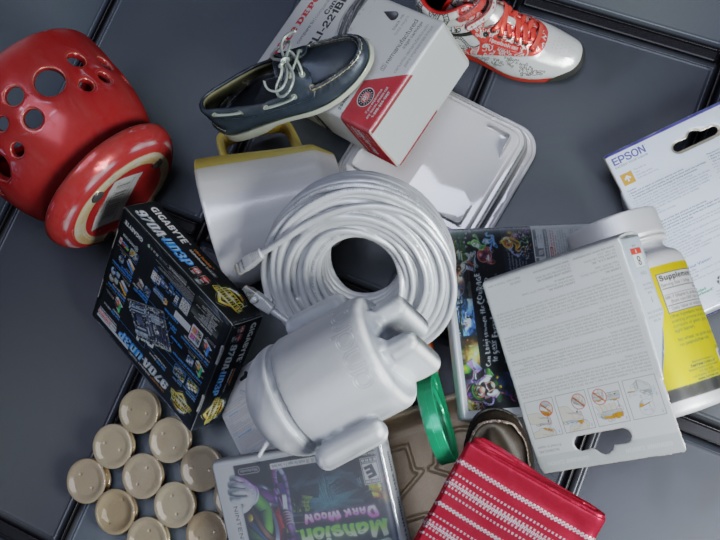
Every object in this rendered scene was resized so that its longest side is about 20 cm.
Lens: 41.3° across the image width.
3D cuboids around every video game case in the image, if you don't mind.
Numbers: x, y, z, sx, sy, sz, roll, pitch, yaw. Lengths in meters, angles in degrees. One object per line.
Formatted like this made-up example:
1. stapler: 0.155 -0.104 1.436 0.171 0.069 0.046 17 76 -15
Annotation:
1. video game case: 0.179 0.051 1.006 0.180 0.023 0.202 -3 75 -11
2. video game case: -0.046 0.268 0.961 0.198 0.023 0.184 -14 88 24

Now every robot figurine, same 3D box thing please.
1. robot figurine: -0.026 0.101 0.898 0.199 0.113 0.171 -30 48 15

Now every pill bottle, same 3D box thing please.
1. pill bottle: 0.283 0.046 0.954 0.113 0.114 0.202 -18 79 5

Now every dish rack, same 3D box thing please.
1. dish rack: 0.081 -0.130 1.086 0.199 0.044 0.173 30 84 17

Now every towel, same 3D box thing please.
1. towel: 0.118 0.271 0.879 0.144 0.022 0.201 29 98 6

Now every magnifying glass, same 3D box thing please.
1. magnifying glass: 0.071 0.115 0.969 0.022 0.080 0.201 -18 31 10

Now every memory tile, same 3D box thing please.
1. memory tile: -0.221 0.242 1.054 0.199 0.017 0.154 37 92 16

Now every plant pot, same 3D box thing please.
1. plant pot: -0.326 -0.142 1.089 0.182 0.200 0.201 43 87 8

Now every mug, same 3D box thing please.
1. mug: -0.096 -0.087 1.057 0.152 0.149 0.189 -16 88 -2

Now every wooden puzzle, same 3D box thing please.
1. wooden puzzle: 0.080 0.242 0.996 0.183 0.046 0.202 -18 78 6

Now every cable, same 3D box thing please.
1. cable: 0.000 0.000 0.964 0.200 0.069 0.200 43 115 -12

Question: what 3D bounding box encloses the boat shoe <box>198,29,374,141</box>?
1. boat shoe: -0.081 -0.204 1.017 0.198 0.062 0.076 -17 62 23

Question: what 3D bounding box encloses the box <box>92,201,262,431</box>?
1. box: -0.204 0.048 1.034 0.200 0.046 0.160 43 126 25

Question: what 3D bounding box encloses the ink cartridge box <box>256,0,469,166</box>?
1. ink cartridge box: -0.003 -0.229 1.074 0.199 0.084 0.145 32 86 35

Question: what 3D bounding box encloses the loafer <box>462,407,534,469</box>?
1. loafer: 0.135 0.235 0.923 0.072 0.071 0.202 -1 85 7

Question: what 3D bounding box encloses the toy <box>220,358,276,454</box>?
1. toy: -0.073 0.191 1.023 0.115 0.047 0.201 -34 75 32

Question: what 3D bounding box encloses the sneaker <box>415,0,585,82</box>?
1. sneaker: 0.155 -0.274 1.074 0.199 0.108 0.068 18 80 14

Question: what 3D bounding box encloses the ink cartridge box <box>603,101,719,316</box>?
1. ink cartridge box: 0.389 -0.072 1.016 0.195 0.043 0.202 -24 72 6

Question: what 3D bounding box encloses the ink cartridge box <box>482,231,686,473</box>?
1. ink cartridge box: 0.219 0.081 0.916 0.161 0.050 0.202 -20 86 41
